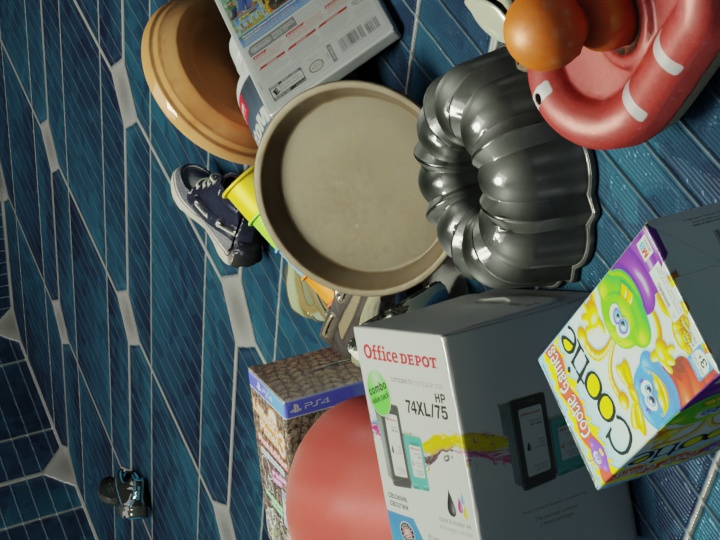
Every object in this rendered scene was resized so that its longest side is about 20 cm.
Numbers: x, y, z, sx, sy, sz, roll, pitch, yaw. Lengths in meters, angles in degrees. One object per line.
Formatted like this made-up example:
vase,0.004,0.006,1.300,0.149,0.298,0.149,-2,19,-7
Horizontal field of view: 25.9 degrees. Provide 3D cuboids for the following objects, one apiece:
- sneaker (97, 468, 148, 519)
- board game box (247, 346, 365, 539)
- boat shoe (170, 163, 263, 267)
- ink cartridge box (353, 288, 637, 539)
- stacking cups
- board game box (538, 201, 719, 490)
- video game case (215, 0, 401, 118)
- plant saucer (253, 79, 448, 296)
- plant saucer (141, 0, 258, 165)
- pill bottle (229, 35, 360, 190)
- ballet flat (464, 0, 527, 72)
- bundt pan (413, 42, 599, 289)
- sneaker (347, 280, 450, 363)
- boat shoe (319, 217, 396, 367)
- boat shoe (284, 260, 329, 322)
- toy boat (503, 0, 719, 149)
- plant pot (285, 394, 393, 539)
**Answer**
sneaker,-0.451,0.419,3.018,0.200,0.073,0.082,13,99,61
board game box,-0.014,0.183,1.579,0.097,0.159,0.200,-145,45,-59
boat shoe,-0.175,-0.098,1.961,0.200,0.075,0.093,48,140,38
ink cartridge box,0.105,0.126,1.235,0.147,0.146,0.200,1,104,62
stacking cups,-0.059,-0.019,1.613,0.200,0.060,0.061,51,157,2
board game box,0.207,0.048,0.996,0.200,0.105,0.103,115,136,-60
video game case,-0.060,-0.256,1.476,0.018,0.143,0.200,33,-153,-58
plant saucer,0.001,-0.074,1.399,0.029,0.200,0.201,-45,-50,-64
plant saucer,-0.130,-0.203,1.605,0.037,0.200,0.200,-36,67,42
pill bottle,-0.053,-0.159,1.520,0.120,0.119,0.200,104,146,-51
ballet flat,0.100,-0.218,1.156,0.068,0.067,0.200,99,150,-45
bundt pan,0.103,-0.076,1.230,0.202,0.076,0.202,167,90,-70
sneaker,0.047,0.073,1.376,0.090,0.078,0.200,59,-160,-3
boat shoe,0.000,0.000,1.485,0.075,0.073,0.200,-48,-26,-61
boat shoe,-0.045,-0.037,1.671,0.076,0.072,0.200,21,131,49
toy boat,0.149,-0.157,0.979,0.200,0.130,0.131,115,138,-59
plant pot,0.056,0.210,1.397,0.177,0.200,0.201,-9,95,61
